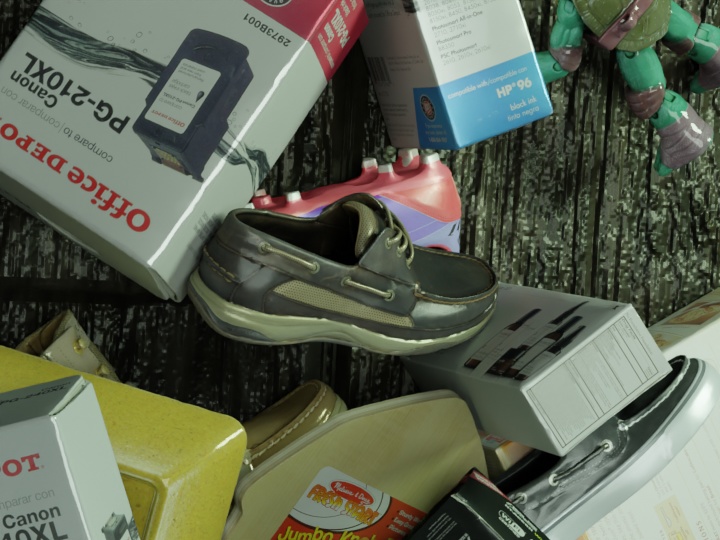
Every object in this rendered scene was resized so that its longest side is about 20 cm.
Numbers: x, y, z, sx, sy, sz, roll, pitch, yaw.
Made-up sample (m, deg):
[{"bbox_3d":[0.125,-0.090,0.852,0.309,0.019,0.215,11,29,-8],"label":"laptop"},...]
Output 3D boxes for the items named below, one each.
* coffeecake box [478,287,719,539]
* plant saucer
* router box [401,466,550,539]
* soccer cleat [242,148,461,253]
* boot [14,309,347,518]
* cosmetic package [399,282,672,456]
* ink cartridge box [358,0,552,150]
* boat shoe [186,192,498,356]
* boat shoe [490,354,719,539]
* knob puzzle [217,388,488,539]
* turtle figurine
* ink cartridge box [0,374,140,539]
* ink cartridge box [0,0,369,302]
[{"bbox_3d":[0.184,0.125,1.655,0.199,0.073,0.154,-28,100,-15],"label":"coffeecake box"},{"bbox_3d":[-0.182,0.154,1.491,0.199,0.048,0.201,17,102,4],"label":"plant saucer"},{"bbox_3d":[0.049,0.233,1.520,0.150,0.062,0.200,44,107,2],"label":"router box"},{"bbox_3d":[-0.032,-0.015,1.584,0.199,0.067,0.077,-17,103,-19],"label":"soccer cleat"},{"bbox_3d":[-0.120,0.083,1.556,0.200,0.073,0.156,-34,101,-11],"label":"boot"},{"bbox_3d":[0.096,0.052,1.556,0.082,0.200,0.051,-35,103,-14],"label":"cosmetic package"},{"bbox_3d":[0.035,-0.175,1.567,0.068,0.116,0.201,-21,100,-17],"label":"ink cartridge box"},{"bbox_3d":[0.000,0.000,1.525,0.199,0.075,0.074,-1,123,-35],"label":"boat shoe"},{"bbox_3d":[0.120,0.107,1.566,0.200,0.070,0.066,-39,104,-4],"label":"boat shoe"},{"bbox_3d":[-0.006,0.148,1.570,0.219,0.030,0.221,-18,127,-25],"label":"knob puzzle"},{"bbox_3d":[0.143,-0.157,1.619,0.200,0.101,0.150,41,80,-22],"label":"turtle figurine"},{"bbox_3d":[-0.189,0.173,1.427,0.144,0.083,0.201,-15,98,12],"label":"ink cartridge box"},{"bbox_3d":[-0.111,-0.107,1.513,0.144,0.084,0.201,32,82,13],"label":"ink cartridge box"}]
